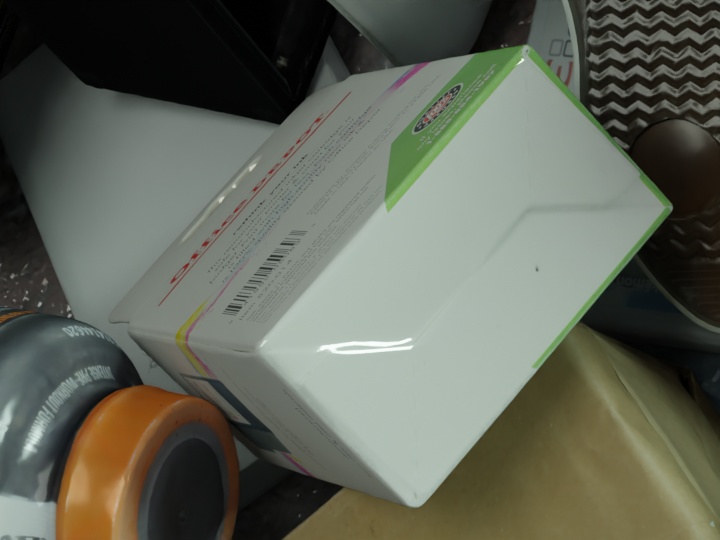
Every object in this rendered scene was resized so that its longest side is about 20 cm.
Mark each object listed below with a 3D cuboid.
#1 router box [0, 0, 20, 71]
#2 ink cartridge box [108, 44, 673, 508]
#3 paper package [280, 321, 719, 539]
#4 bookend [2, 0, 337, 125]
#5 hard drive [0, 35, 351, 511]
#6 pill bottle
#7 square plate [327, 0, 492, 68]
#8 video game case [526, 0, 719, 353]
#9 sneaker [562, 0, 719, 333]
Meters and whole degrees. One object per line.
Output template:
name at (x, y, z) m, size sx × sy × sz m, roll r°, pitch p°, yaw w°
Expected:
router box at (-0.156, -0.109, 0.943) m, size 0.051 × 0.149 × 0.201 m, roll 21°, pitch 85°, yaw 1°
ink cartridge box at (0.000, 0.000, 0.785) m, size 0.117 × 0.067 × 0.200 m, roll -48°, pitch 14°, yaw -11°
paper package at (0.051, 0.144, 0.754) m, size 0.200 × 0.103 × 0.191 m, roll -43°, pitch 55°, yaw 16°
bookend at (-0.062, -0.184, 0.851) m, size 0.092 × 0.199 × 0.201 m, roll 12°, pitch 72°, yaw 26°
hard drive at (-0.052, -0.023, 0.921) m, size 0.132 × 0.027 × 0.201 m, roll -37°, pitch 59°, yaw 18°
pill bottle at (-0.138, 0.060, 0.818) m, size 0.199 × 0.106 × 0.107 m, roll 8°, pitch 80°, yaw 28°
square plate at (0.034, -0.171, 0.813) m, size 0.028 × 0.198 × 0.201 m, roll 17°, pitch 85°, yaw 19°
video game case at (0.139, -0.062, 0.811) m, size 0.199 × 0.023 × 0.183 m, roll 7°, pitch 79°, yaw 34°
sneaker at (0.099, -0.080, 0.796) m, size 0.073 × 0.085 × 0.201 m, roll -21°, pitch 86°, yaw 22°
